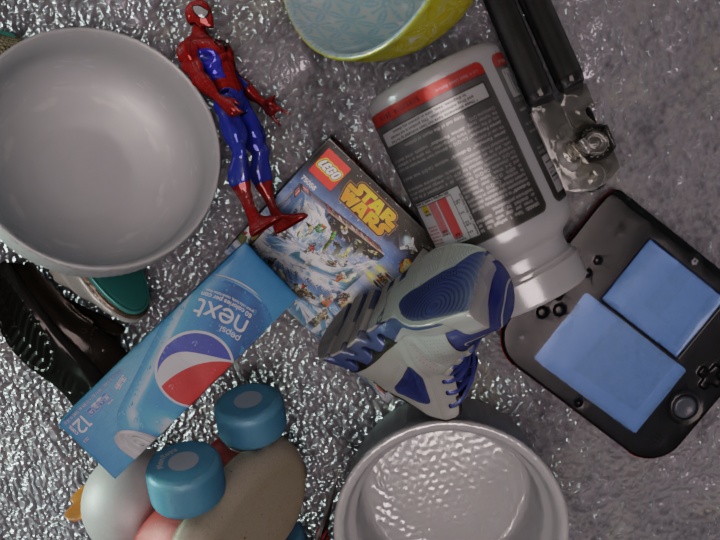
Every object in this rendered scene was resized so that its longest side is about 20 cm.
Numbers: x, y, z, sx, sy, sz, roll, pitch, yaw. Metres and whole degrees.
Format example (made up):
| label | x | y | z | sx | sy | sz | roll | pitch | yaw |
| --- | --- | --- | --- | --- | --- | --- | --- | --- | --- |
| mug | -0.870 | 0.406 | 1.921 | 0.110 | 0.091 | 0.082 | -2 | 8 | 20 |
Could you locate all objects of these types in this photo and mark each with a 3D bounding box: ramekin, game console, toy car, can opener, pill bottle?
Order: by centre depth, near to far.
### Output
| label | x | y | z | sx | sy | sz | roll | pitch | yaw |
| --- | --- | --- | --- | --- | --- | --- | --- | --- | --- |
| pill bottle | 0.097 | -0.068 | 0.719 | 0.115 | 0.116 | 0.201 | -25 | 95 | 7 |
| can opener | 0.153 | -0.156 | 0.744 | 0.053 | 0.067 | 0.201 | -23 | 88 | 3 |
| game console | 0.242 | 0.054 | 0.797 | 0.200 | 0.031 | 0.177 | 37 | 102 | -7 |
| toy car | -0.169 | 0.201 | 0.804 | 0.199 | 0.177 | 0.185 | 9 | 120 | 28 |
| ramekin | 0.078 | 0.211 | 0.805 | 0.199 | 0.098 | 0.202 | 1 | 103 | 2 |

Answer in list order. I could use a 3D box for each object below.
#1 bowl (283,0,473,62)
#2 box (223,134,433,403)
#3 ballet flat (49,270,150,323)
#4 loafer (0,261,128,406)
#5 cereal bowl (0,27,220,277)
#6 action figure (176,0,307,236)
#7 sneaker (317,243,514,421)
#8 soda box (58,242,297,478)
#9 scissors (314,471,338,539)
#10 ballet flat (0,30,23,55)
| label | x | y | z | sx | sy | sz | roll | pitch | yaw |
| --- | --- | --- | --- | --- | --- | --- | --- | --- | --- |
| bowl | 0.038 | -0.251 | 0.681 | 0.107 | 0.200 | 0.201 | 1 | 108 | -42 |
| box | 0.000 | 0.000 | 0.787 | 0.200 | 0.040 | 0.137 | 44 | 102 | -8 |
| ballet flat | -0.259 | -0.031 | 0.783 | 0.069 | 0.069 | 0.200 | -36 | 96 | 9 |
| loafer | -0.249 | 0.068 | 0.802 | 0.200 | 0.071 | 0.073 | 48 | 133 | 3 |
| cereal bowl | -0.218 | -0.087 | 0.726 | 0.199 | 0.083 | 0.201 | 7 | 74 | -24 |
| action figure | -0.100 | -0.129 | 0.733 | 0.052 | 0.065 | 0.201 | -28 | 83 | 32 |
| sneaker | 0.065 | 0.056 | 0.714 | 0.115 | 0.081 | 0.199 | 37 | 146 | -20 |
| soda box | -0.144 | 0.069 | 0.725 | 0.064 | 0.068 | 0.200 | 45 | 83 | -7 |
| scissors | -0.034 | 0.239 | 0.812 | 0.014 | 0.073 | 0.201 | 29 | 119 | 20 |
| ballet flat | -0.354 | -0.122 | 0.751 | 0.068 | 0.075 | 0.200 | 43 | 103 | 16 |
